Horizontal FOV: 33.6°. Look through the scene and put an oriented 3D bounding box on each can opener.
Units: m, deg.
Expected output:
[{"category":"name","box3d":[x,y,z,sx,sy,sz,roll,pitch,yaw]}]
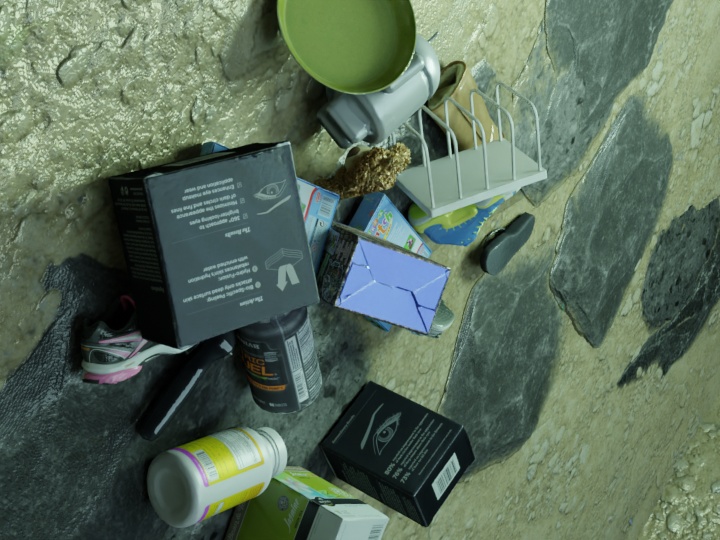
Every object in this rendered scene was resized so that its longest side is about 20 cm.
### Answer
[{"category":"can opener","box3d":[-0.230,0.137,1.575,0.201,0.078,0.063,-59,-176,-9]}]

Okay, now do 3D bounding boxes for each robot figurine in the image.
[{"category":"robot figurine","box3d":[0.031,-0.255,1.644,0.200,0.169,0.113,-44,103,-18]}]

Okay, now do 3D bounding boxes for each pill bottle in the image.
[{"category":"pill bottle","box3d":[-0.118,0.093,1.653,0.106,0.105,0.202,-41,137,-34]},{"category":"pill bottle","box3d":[-0.193,0.278,1.652,0.199,0.103,0.106,-13,119,-51]}]

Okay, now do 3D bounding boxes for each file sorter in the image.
[{"category":"file sorter","box3d":[0.159,-0.190,1.797,0.198,0.139,0.126,-19,124,-16]}]

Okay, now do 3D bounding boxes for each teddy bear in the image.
[{"category":"teddy bear","box3d":[0.005,-0.138,1.655,0.200,0.143,0.068,-25,101,-74]}]

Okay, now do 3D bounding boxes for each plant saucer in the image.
[{"category":"plant saucer","box3d":[-0.021,-0.321,1.541,0.198,0.031,0.203,6,77,-25]}]

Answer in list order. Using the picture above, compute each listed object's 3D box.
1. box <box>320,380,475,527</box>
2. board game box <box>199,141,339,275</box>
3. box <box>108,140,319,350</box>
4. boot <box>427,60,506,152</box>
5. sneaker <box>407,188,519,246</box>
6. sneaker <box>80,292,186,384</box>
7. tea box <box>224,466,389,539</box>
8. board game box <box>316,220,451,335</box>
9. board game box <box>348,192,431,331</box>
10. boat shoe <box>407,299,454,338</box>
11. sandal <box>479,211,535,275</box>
[{"category":"box","box3d":[0.060,0.295,1.935,0.148,0.199,0.105,-49,143,-23]},{"category":"board game box","box3d":[-0.133,-0.058,1.527,0.198,0.036,0.153,21,82,-34]},{"category":"box","box3d":[-0.172,-0.034,1.410,0.195,0.117,0.203,-17,102,-32]},{"category":"boot","box3d":[0.152,-0.209,1.914,0.177,0.066,0.200,-62,144,-15]},{"category":"sneaker","box3d":[0.179,-0.100,1.907,0.105,0.198,0.076,48,32,-43]},{"category":"sneaker","box3d":[-0.261,0.063,1.463,0.199,0.080,0.087,-34,124,-48]},{"category":"tea box","box3d":[-0.094,0.422,1.790,0.133,0.195,0.202,15,97,-55]},{"category":"board game box","box3d":[0.000,0.000,1.641,0.158,0.199,0.098,18,94,-31]},{"category":"board game box","box3d":[0.029,-0.012,1.851,0.152,0.036,0.200,-60,147,-11]},{"category":"boat shoe","box3d":[0.103,0.077,1.925,0.065,0.074,0.202,-64,-172,9]},{"category":"sandal","box3d":[0.260,-0.050,2.178,0.200,0.042,0.077,-35,143,-53]}]
